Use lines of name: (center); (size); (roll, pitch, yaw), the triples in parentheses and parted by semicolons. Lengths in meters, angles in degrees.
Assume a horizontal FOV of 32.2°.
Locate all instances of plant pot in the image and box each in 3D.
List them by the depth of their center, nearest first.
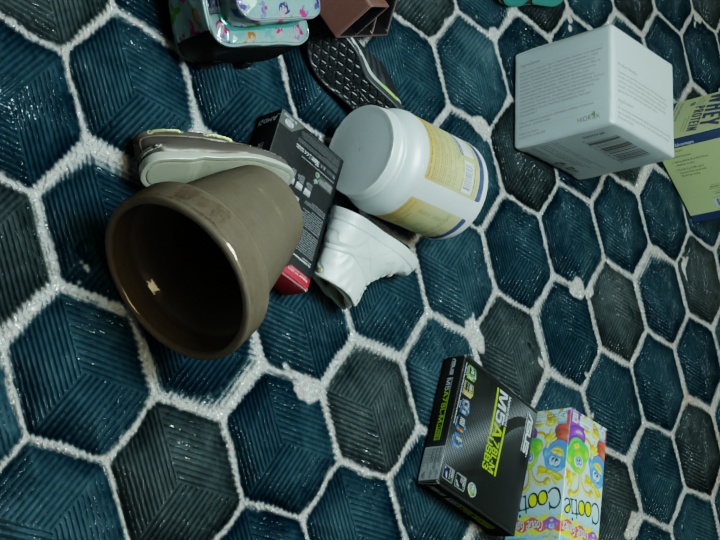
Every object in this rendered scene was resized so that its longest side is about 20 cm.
plant pot: (-0.154, -0.032, 1.375); (0.175, 0.199, 0.202); (-44, 114, -44)

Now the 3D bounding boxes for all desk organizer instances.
desk organizer: (0.004, -0.365, 1.675); (0.077, 0.071, 0.200); (55, 24, 3)

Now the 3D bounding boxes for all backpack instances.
backpack: (-0.151, -0.363, 1.508); (0.176, 0.149, 0.203); (-13, 86, -48)

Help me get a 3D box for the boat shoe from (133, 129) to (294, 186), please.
boat shoe: (-0.170, -0.128, 1.457); (0.198, 0.072, 0.060); (1, 49, -33)

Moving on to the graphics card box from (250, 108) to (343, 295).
graphics card box: (-0.098, -0.086, 1.566); (0.125, 0.050, 0.202); (36, 57, -37)

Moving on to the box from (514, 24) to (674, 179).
box: (0.384, -0.271, 2.048); (0.198, 0.198, 0.174); (17, 70, -44)

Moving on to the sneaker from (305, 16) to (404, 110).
sneaker: (-0.008, -0.273, 1.719); (0.200, 0.071, 0.083); (51, 24, -29)

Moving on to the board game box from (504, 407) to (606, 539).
board game box: (0.294, 0.323, 1.875); (0.103, 0.104, 0.203); (30, 58, -39)

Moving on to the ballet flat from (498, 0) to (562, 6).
ballet flat: (0.276, -0.479, 2.093); (0.199, 0.067, 0.063); (-7, 58, -53)

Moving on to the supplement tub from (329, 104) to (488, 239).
supplement tub: (0.064, -0.134, 1.690); (0.199, 0.143, 0.147); (20, 66, -45)

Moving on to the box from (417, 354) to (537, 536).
box: (0.173, 0.254, 1.797); (0.193, 0.047, 0.202); (38, 55, -34)

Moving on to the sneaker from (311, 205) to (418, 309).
sneaker: (0.000, 0.000, 1.655); (0.199, 0.073, 0.117); (30, 80, -54)

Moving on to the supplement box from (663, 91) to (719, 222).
supplement box: (0.707, -0.226, 2.405); (0.201, 0.198, 0.135); (55, 45, -25)
